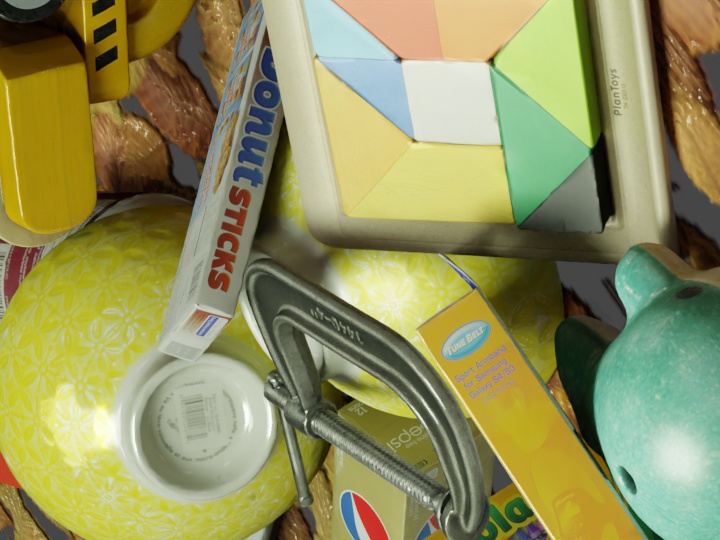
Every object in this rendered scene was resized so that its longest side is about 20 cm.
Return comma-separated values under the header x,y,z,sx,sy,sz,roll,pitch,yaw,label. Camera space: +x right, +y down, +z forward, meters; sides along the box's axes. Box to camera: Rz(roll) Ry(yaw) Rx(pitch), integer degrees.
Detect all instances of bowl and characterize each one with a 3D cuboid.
x,y,z,sx,sy,sz,roll,pitch,yaw,label
-0.095,0.071,1.552,0.108,0.200,0.201,-144,31,-71,bowl
0.000,0.000,1.462,0.200,0.107,0.201,42,148,34,bowl

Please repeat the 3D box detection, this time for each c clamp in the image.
x,y,z,sx,sy,sz,roll,pitch,yaw,label
0.005,0.072,1.376,0.200,0.027,0.171,26,142,53,c clamp

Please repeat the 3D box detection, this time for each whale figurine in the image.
x,y,z,sx,sy,sz,roll,pitch,yaw,label
0.139,0.068,1.289,0.200,0.104,0.160,7,122,61,whale figurine

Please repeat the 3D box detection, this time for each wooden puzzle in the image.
x,y,z,sx,sy,sz,roll,pitch,yaw,label
0.044,-0.081,1.307,0.199,0.037,0.186,7,126,26,wooden puzzle

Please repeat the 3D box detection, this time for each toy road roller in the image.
x,y,z,sx,sy,sz,roll,pitch,yaw,label
-0.163,-0.124,1.562,0.123,0.146,0.201,24,121,53,toy road roller

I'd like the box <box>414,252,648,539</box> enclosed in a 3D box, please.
x,y,z,sx,sy,sz,roll,pitch,yaw,label
0.083,0.083,1.324,0.200,0.041,0.119,55,-179,5,box

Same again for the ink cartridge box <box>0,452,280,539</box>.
x,y,z,sx,sy,sz,roll,pitch,yaw,label
-0.151,0.147,1.833,0.199,0.047,0.160,21,145,4,ink cartridge box

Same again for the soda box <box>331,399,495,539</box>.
x,y,z,sx,sy,sz,roll,pitch,yaw,label
0.027,0.147,1.598,0.064,0.068,0.200,42,148,32,soda box

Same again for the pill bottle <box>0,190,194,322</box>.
x,y,z,sx,sy,sz,roll,pitch,yaw,label
-0.141,0.009,1.709,0.200,0.114,0.115,5,120,59,pill bottle

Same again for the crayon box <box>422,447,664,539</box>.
x,y,z,sx,sy,sz,roll,pitch,yaw,label
0.073,0.181,1.406,0.119,0.200,0.058,49,152,21,crayon box

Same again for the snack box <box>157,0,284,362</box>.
x,y,z,sx,sy,sz,roll,pitch,yaw,label
-0.062,-0.057,1.455,0.024,0.201,0.072,18,155,-12,snack box
